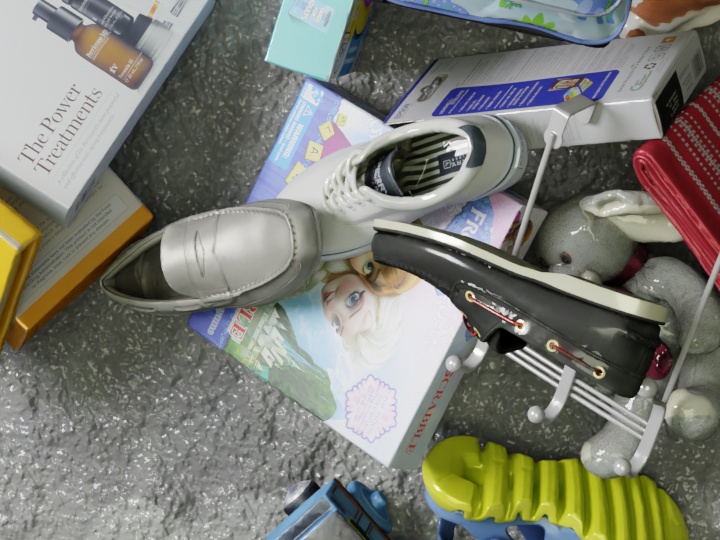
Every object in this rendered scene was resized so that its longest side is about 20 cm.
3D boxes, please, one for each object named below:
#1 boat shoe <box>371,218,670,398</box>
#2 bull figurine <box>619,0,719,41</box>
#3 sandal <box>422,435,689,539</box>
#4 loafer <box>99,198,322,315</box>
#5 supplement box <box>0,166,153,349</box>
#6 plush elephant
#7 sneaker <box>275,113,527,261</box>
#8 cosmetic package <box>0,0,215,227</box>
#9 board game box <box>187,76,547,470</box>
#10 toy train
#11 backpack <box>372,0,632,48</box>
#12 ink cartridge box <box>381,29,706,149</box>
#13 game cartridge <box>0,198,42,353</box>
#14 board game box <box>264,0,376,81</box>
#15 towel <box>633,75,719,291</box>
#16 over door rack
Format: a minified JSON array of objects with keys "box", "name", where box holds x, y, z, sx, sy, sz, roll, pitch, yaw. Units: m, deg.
[{"box":[0.086,0.018,1.256,0.201,0.074,0.063,22,96,28],"name":"boat shoe"},{"box":[0.241,-0.227,1.403,0.121,0.065,0.201,9,104,-1],"name":"bull figurine"},{"box":[0.133,0.176,1.475,0.199,0.080,0.087,16,136,-2],"name":"sandal"},{"box":[-0.101,-0.005,1.406,0.200,0.069,0.070,-20,77,48],"name":"loafer"},{"box":[-0.259,-0.062,1.460,0.126,0.074,0.200,-43,91,-19],"name":"supplement box"},{"box":[0.170,0.016,1.400,0.154,0.165,0.201,28,73,-9],"name":"plush elephant"},{"box":[0.010,-0.060,1.366,0.199,0.071,0.073,-23,72,30],"name":"sneaker"},{"box":[-0.210,-0.154,1.428,0.150,0.052,0.201,31,71,-1],"name":"cosmetic package"},{"box":[0.000,0.000,1.433,0.199,0.041,0.201,32,102,30],"name":"board game box"},{"box":[0.014,0.233,1.467,0.087,0.114,0.200,-41,91,11],"name":"toy train"},{"box":[0.097,-0.245,1.246,0.182,0.147,0.201,11,96,-10],"name":"backpack"},{"box":[0.121,-0.116,1.389,0.199,0.095,0.037,-1,122,31],"name":"ink cartridge box"},{"box":[-0.311,-0.029,1.403,0.200,0.032,0.177,40,138,10],"name":"game cartridge"},{"box":[-0.002,-0.230,1.388,0.047,0.151,0.201,19,100,3],"name":"board game box"},{"box":[0.269,-0.063,1.375,0.145,0.200,0.022,53,141,-3],"name":"towel"},{"box":[0.144,0.011,1.299,0.147,0.066,0.201,32,113,25],"name":"over door rack"}]
